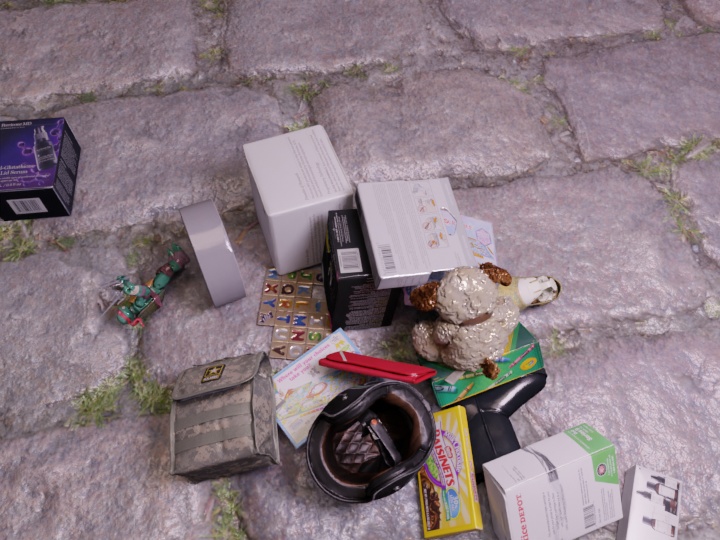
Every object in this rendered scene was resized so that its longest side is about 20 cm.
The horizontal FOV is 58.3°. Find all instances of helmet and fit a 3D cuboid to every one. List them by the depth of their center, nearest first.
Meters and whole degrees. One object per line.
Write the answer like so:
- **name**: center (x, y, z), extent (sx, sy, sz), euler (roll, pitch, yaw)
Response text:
- **helmet**: center (0.013, 0.281, 1.061), extent (0.199, 0.191, 0.202), euler (16, 56, -24)

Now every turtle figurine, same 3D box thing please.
- **turtle figurine**: center (-0.423, 0.035, 1.252), extent (0.149, 0.101, 0.200), euler (5, 45, 51)

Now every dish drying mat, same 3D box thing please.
- **dish drying mat**: center (0.026, 0.164, 1.109), extent (0.199, 0.077, 0.018), euler (4, 97, 36)

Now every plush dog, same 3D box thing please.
- **plush dog**: center (0.178, 0.075, 1.073), extent (0.198, 0.173, 0.161), euler (-19, 23, 0)

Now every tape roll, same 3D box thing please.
- **tape roll**: center (-0.282, -0.033, 1.232), extent (0.066, 0.201, 0.201), euler (-20, 62, -14)

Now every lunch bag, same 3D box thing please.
- **lunch bag**: center (-0.233, 0.239, 1.102), extent (0.163, 0.118, 0.202), euler (-15, 60, 9)

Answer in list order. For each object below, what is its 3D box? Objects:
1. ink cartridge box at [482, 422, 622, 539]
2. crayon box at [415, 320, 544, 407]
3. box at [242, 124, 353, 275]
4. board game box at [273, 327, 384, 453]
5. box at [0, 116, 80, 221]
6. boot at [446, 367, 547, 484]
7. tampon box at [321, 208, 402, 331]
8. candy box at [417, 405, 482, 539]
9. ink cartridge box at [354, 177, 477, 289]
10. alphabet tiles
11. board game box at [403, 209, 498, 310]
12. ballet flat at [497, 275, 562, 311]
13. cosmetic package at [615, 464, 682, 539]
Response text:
- **ink cartridge box**: center (0.309, 0.356, 1.041), extent (0.198, 0.147, 0.084), euler (-17, 19, -12)
- **crayon box**: center (0.212, 0.160, 1.162), extent (0.198, 0.059, 0.119), euler (-21, 21, -2)
- **box**: center (-0.122, -0.140, 1.300), extent (0.170, 0.200, 0.201), euler (-17, 58, -12)
- **board game box**: center (-0.075, 0.215, 1.181), extent (0.199, 0.034, 0.135), euler (-34, 67, -18)
- **box**: center (-0.701, -0.220, 1.389), extent (0.146, 0.105, 0.202), euler (-6, 60, -4)
- **boot**: center (0.260, 0.273, 1.134), extent (0.198, 0.077, 0.169), euler (-16, 57, -3)
- **tampon box**: center (0.000, 0.000, 1.215), extent (0.125, 0.201, 0.151), euler (-4, 58, -11)
- **candy box**: center (0.143, 0.339, 1.092), extent (0.102, 0.026, 0.202), euler (-23, 54, 29)
- **ink cartridge box**: center (0.092, -0.070, 1.128), extent (0.172, 0.044, 0.201), euler (-5, 60, -13)
- **alphabet tiles**: center (-0.118, 0.084, 1.279), extent (0.165, 0.008, 0.202), euler (5, 59, 1)
- **board game box**: center (0.169, -0.017, 1.211), extent (0.198, 0.041, 0.201), euler (13, 59, -24)
- **ballet flat**: center (0.325, 0.038, 1.226), extent (0.199, 0.071, 0.071), euler (-2, 49, -49)
- **cosmetic package**: center (0.471, 0.433, 1.062), extent (0.082, 0.051, 0.201), euler (17, 60, 10)
